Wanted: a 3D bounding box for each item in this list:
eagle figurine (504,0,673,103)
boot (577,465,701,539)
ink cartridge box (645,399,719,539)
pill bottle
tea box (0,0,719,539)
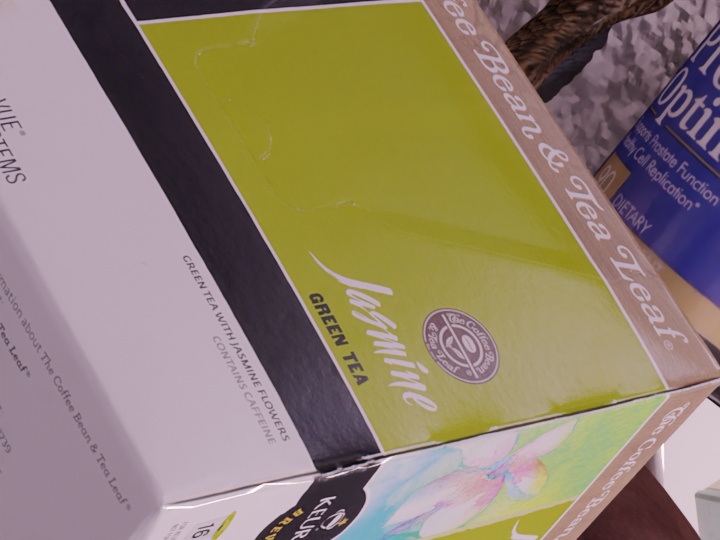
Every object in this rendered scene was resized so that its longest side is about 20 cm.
[{"bbox_3d":[0.072,-0.102,0.983,0.200,0.152,0.151,-17,155,-21],"label":"eagle figurine"},{"bbox_3d":[0.070,0.078,0.907,0.072,0.166,0.200,-44,131,0],"label":"boot"},{"bbox_3d":[0.099,0.100,1.086,0.084,0.146,0.200,-21,114,-33],"label":"ink cartridge box"},{"bbox_3d":[0.164,-0.052,0.920,0.112,0.112,0.200,29,104,-42],"label":"pill bottle"},{"bbox_3d":[-0.047,0.003,0.765,0.197,0.200,0.134,-9,148,-39],"label":"tea box"}]
